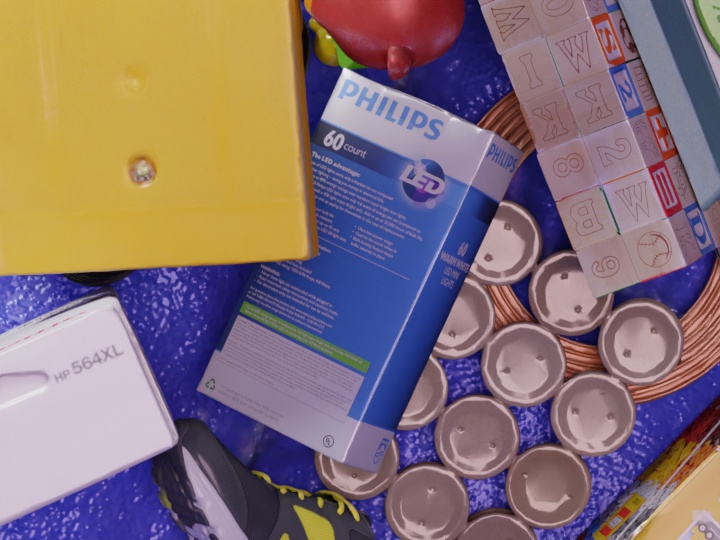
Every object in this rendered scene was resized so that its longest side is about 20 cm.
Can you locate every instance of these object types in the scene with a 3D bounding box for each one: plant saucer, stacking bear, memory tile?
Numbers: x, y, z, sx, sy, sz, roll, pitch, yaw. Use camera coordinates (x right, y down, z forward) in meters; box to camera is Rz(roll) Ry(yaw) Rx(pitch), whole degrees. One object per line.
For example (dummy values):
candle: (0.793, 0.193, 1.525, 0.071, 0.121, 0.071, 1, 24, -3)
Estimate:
plant saucer: (0.168, -0.134, 1.585, 0.019, 0.070, 0.201, -21, 94, 26)
stacking bear: (0.012, -0.200, 1.452, 0.113, 0.122, 0.201, -2, 108, 1)
memory tile: (0.080, 0.074, 1.645, 0.153, 0.017, 0.200, 33, 98, -4)

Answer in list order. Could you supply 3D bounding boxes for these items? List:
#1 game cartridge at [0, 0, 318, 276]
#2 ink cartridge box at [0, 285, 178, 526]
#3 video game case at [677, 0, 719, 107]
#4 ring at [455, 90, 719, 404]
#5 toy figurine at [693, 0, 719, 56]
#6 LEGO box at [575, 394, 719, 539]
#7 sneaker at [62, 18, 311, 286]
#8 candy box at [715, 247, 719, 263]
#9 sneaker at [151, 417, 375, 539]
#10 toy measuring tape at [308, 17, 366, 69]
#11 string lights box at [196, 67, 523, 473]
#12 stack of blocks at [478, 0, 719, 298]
game cartridge: (-0.115, -0.101, 1.501, 0.175, 0.032, 0.201, -2, 95, 11)
ink cartridge box: (-0.181, 0.077, 1.542, 0.145, 0.200, 0.085, -24, 95, -4)
video game case: (0.276, -0.165, 1.631, 0.199, 0.022, 0.183, -22, 96, -4)
ring: (0.143, -0.021, 1.661, 0.199, 0.019, 0.202, 0, 92, -7)
toy figurine: (0.266, -0.138, 1.529, 0.149, 0.184, 0.201, 1, 94, -5)
LEGO box: (0.240, 0.189, 1.653, 0.149, 0.077, 0.200, -44, 96, -2)
sneaker: (-0.096, -0.070, 1.588, 0.199, 0.114, 0.076, -45, 98, -4)
candy box: (0.299, -0.016, 1.576, 0.136, 0.200, 0.061, -24, 97, -16)
sneaker: (-0.043, 0.147, 1.620, 0.085, 0.074, 0.200, -43, 119, -14)
toy measuring tape: (0.023, -0.186, 1.580, 0.073, 0.074, 0.200, 34, 132, -6)
string lights box: (0.000, 0.000, 1.607, 0.102, 0.059, 0.201, 25, 90, 23)
stack of blocks: (0.136, -0.097, 1.584, 0.058, 0.115, 0.201, -20, 93, 27)
